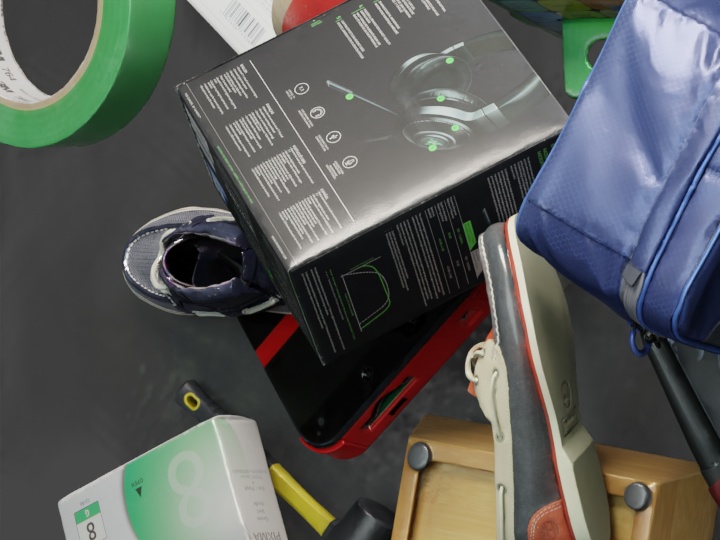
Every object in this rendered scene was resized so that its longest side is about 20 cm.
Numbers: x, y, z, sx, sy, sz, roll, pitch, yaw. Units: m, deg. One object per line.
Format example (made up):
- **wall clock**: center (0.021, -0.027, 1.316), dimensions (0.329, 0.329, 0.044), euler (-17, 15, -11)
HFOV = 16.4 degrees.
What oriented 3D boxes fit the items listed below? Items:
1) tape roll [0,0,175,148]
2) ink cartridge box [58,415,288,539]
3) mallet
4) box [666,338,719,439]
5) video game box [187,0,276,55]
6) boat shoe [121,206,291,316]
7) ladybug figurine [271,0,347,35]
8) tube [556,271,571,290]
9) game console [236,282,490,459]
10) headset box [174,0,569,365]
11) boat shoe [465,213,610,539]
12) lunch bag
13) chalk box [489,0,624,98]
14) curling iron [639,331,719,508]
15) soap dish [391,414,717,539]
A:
- **tape roll**: center (-0.214, -0.185, 1.715), dimensions (0.199, 0.048, 0.202), euler (4, 97, 38)
- **ink cartridge box**: center (-0.109, 0.214, 1.607), dimensions (0.160, 0.050, 0.201), euler (-29, 67, 36)
- **mallet**: center (-0.047, 0.127, 1.613), dimensions (0.066, 0.041, 0.200), euler (-50, 60, 14)
- **box**: center (0.253, -0.004, 1.439), dimensions (0.163, 0.086, 0.201), euler (-33, 68, 21)
- **video game box**: center (-0.053, -0.248, 1.666), dimensions (0.182, 0.047, 0.200), euler (-50, 63, 15)
- **boat shoe**: center (-0.108, -0.009, 1.605), dimensions (0.199, 0.092, 0.075), euler (0, 83, 45)
- **ladybug figurine**: center (0.030, -0.193, 1.558), dimensions (0.200, 0.136, 0.072), euler (-45, 58, 10)
- **tube**: center (0.057, -0.055, 1.579), dimensions (0.058, 0.052, 0.200), euler (-39, 57, -20)
- **game console**: center (0.000, 0.000, 1.582), dimensions (0.200, 0.031, 0.177), euler (-49, 52, 28)
- **headset box**: center (0.020, -0.072, 1.471), dimensions (0.199, 0.093, 0.174), euler (-28, 50, -7)
- **boat shoe**: center (0.091, 0.070, 1.418), dimensions (0.062, 0.071, 0.201), euler (-10, 96, 25)
- **lunch bag**: center (0.188, -0.047, 1.352), dimensions (0.132, 0.136, 0.201), euler (30, 98, 31)
- **chalk box**: center (0.151, -0.206, 1.503), dimensions (0.124, 0.124, 0.202), euler (0, 82, 29)
- **curling iron**: center (0.214, 0.119, 1.438), dimensions (0.025, 0.050, 0.201), euler (-26, 86, -13)
- **soap dish**: center (0.105, 0.177, 1.495), dimensions (0.199, 0.081, 0.159), euler (9, 86, 28)
